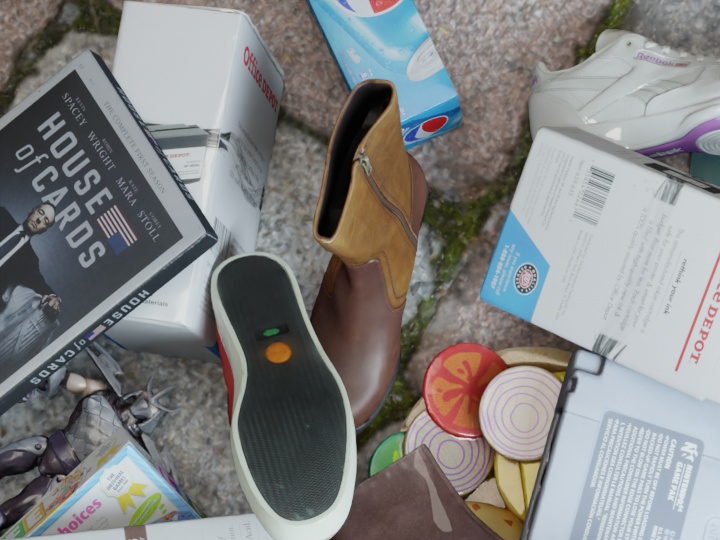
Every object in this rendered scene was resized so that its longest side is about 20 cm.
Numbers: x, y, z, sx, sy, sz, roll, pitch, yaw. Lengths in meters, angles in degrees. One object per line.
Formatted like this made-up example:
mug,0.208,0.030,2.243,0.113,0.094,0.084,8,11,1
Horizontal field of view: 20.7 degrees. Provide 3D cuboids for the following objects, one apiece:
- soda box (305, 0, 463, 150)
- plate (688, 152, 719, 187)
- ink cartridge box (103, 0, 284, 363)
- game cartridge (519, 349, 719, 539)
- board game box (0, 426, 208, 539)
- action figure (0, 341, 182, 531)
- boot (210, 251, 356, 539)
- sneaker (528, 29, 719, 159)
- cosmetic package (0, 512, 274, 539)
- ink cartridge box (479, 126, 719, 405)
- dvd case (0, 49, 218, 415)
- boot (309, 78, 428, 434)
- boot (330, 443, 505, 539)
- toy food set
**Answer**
soda box,-0.001,-0.180,1.316,0.064,0.068,0.201,-26,76,0
plate,0.314,-0.060,1.280,0.198,0.026,0.202,-1,77,6
ink cartridge box,-0.114,-0.053,1.262,0.083,0.145,0.202,8,79,10
game cartridge,0.165,0.163,1.195,0.132,0.042,0.202,19,80,-7
board game box,-0.177,0.215,1.231,0.200,0.034,0.135,-42,110,-3
action figure,-0.203,0.128,1.273,0.199,0.069,0.131,-30,73,-3
boot,-0.045,0.108,1.194,0.072,0.145,0.201,-10,49,-8
sneaker,0.199,-0.120,1.268,0.198,0.075,0.101,-11,71,17
cosmetic package,-0.139,0.209,1.161,0.198,0.074,0.102,-5,60,-16
ink cartridge box,0.186,0.001,1.195,0.199,0.067,0.117,25,103,24
dvd case,-0.201,-0.016,1.186,0.199,0.025,0.151,-38,68,8
boot,0.000,0.000,1.210,0.068,0.200,0.190,21,81,9
boot,0.073,0.173,1.126,0.199,0.072,0.167,-32,81,21
toy food set,0.105,0.141,1.247,0.198,0.049,0.200,-8,77,5
